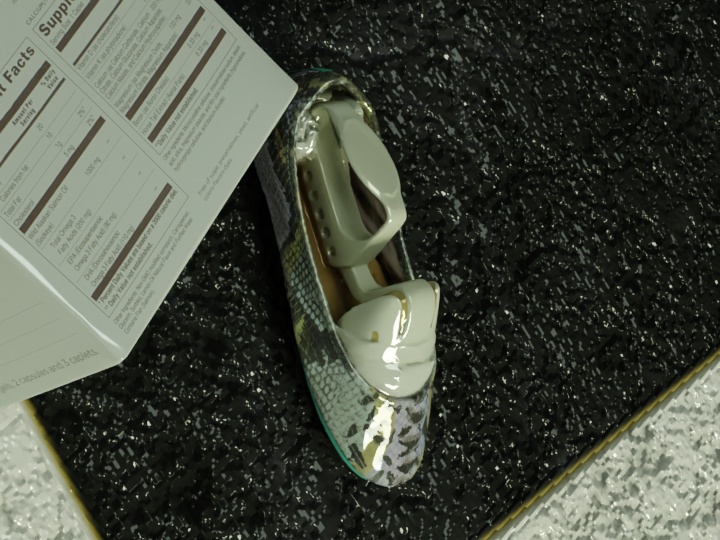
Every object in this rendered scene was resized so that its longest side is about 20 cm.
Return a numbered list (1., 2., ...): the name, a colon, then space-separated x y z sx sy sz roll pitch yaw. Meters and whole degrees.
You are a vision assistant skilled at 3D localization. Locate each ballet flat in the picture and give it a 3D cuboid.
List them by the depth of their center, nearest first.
1. ballet flat: 0.000 0.000 0.977 0.072 0.072 0.201 -13 84 -43

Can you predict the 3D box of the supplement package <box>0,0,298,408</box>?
1. supplement package: -0.164 -0.067 0.800 0.200 0.152 0.151 45 52 -21
